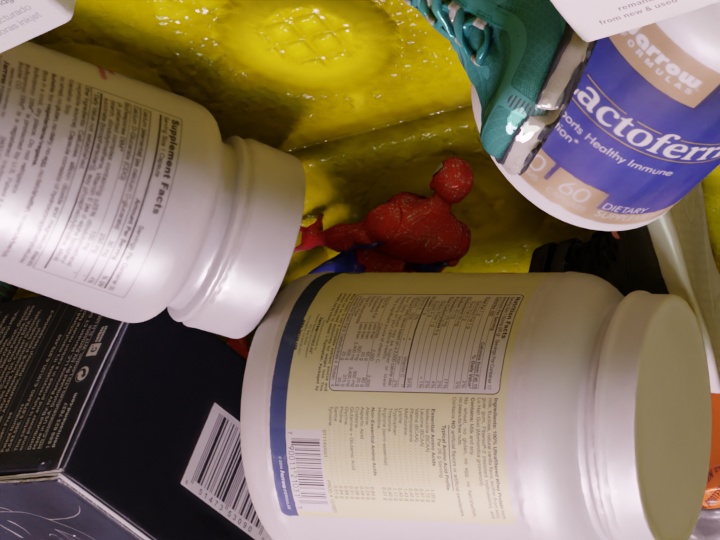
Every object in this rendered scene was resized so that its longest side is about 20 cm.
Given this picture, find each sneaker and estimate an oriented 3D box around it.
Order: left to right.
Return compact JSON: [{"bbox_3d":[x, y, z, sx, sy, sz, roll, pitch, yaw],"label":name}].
[{"bbox_3d":[0.048,-0.107,1.206,0.079,0.200,0.078,20,118,-19],"label":"sneaker"},{"bbox_3d":[0.124,-0.004,1.468,0.099,0.071,0.200,1,145,17],"label":"sneaker"}]

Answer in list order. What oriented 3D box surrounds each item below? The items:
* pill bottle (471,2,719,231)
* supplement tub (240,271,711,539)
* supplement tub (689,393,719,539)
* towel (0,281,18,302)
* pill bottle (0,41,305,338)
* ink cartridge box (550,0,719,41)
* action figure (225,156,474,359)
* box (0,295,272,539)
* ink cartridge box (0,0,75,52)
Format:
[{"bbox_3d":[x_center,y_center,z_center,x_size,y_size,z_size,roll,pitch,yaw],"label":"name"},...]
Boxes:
[{"bbox_3d":[0.139,-0.110,1.257,0.115,0.116,0.200,18,145,-19],"label":"pill bottle"},{"bbox_3d":[0.057,0.073,1.423,0.199,0.146,0.145,0,148,24],"label":"supplement tub"},{"bbox_3d":[0.230,0.123,1.598,0.122,0.123,0.200,-14,143,28],"label":"supplement tub"},{"bbox_3d":[-0.257,-0.040,1.524,0.199,0.022,0.147,17,147,-17],"label":"towel"},{"bbox_3d":[-0.135,-0.041,1.414,0.199,0.114,0.113,19,146,-19],"label":"pill bottle"},{"bbox_3d":[0.073,-0.206,1.089,0.082,0.147,0.200,-16,141,27],"label":"ink cartridge box"},{"bbox_3d":[0.000,0.000,1.516,0.065,0.052,0.200,18,143,-27],"label":"action figure"},{"bbox_3d":[-0.128,0.114,1.573,0.196,0.124,0.200,-9,140,47],"label":"box"},{"bbox_3d":[-0.234,-0.168,1.261,0.146,0.083,0.200,-20,138,34],"label":"ink cartridge box"}]
